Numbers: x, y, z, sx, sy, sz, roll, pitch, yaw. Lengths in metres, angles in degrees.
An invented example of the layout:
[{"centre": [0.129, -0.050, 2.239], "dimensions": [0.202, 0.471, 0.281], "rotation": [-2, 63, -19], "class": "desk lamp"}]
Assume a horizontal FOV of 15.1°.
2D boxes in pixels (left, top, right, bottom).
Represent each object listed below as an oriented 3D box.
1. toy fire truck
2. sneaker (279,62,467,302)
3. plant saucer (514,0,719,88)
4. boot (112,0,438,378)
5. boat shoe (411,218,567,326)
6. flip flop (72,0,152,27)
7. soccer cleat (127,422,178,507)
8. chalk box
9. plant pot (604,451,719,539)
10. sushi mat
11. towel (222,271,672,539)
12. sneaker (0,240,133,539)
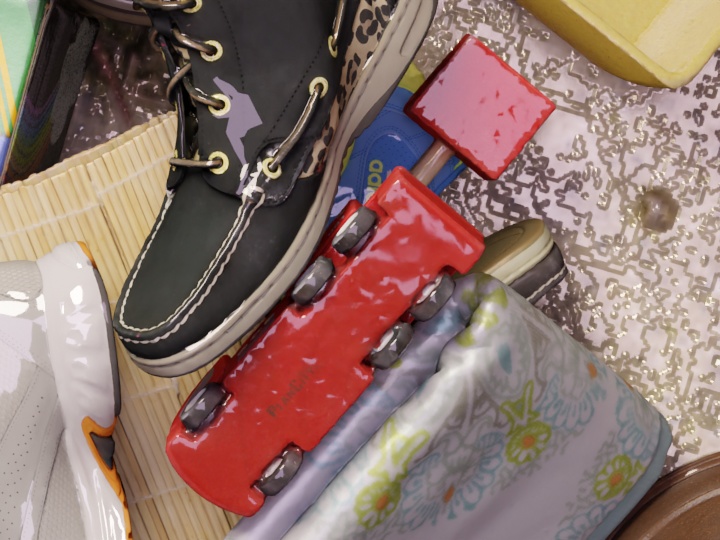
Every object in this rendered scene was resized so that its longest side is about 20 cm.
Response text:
[{"centre": [0.000, 0.000, 1.090], "dimensions": [0.049, 0.141, 0.200], "rotation": [40, 98, -7], "class": "toy fire truck"}, {"centre": [-0.033, -0.008, 1.169], "dimensions": [0.105, 0.076, 0.200], "rotation": [43, 93, 1], "class": "sneaker"}, {"centre": [0.088, -0.177, 1.130], "dimensions": [0.200, 0.048, 0.200], "rotation": [39, 51, 2], "class": "plant saucer"}, {"centre": [-0.067, -0.079, 1.020], "dimensions": [0.154, 0.073, 0.204], "rotation": [45, 66, -38], "class": "boot"}, {"centre": [0.018, 0.060, 1.173], "dimensions": [0.201, 0.072, 0.066], "rotation": [-41, 97, 11], "class": "boat shoe"}, {"centre": [-0.124, -0.175, 1.167], "dimensions": [0.200, 0.058, 0.081], "rotation": [38, 50, 7], "class": "flip flop"}, {"centre": [-0.130, 0.098, 1.179], "dimensions": [0.085, 0.069, 0.200], "rotation": [42, 104, 9], "class": "soccer cleat"}, {"centre": [-0.204, -0.034, 1.156], "dimensions": [0.124, 0.124, 0.200], "rotation": [17, 91, 3], "class": "chalk box"}, {"centre": [0.182, 0.177, 1.099], "dimensions": [0.200, 0.198, 0.200], "rotation": [0, 91, 3], "class": "plant pot"}, {"centre": [-0.080, 0.043, 1.118], "dimensions": [0.096, 0.012, 0.200], "rotation": [-24, 105, -12], "class": "sushi mat"}, {"centre": [0.029, 0.108, 1.125], "dimensions": [0.200, 0.171, 0.048], "rotation": [-49, 56, 3], "class": "towel"}, {"centre": [-0.138, 0.090, 1.073], "dimensions": [0.092, 0.076, 0.200], "rotation": [-6, 97, -7], "class": "sneaker"}]
